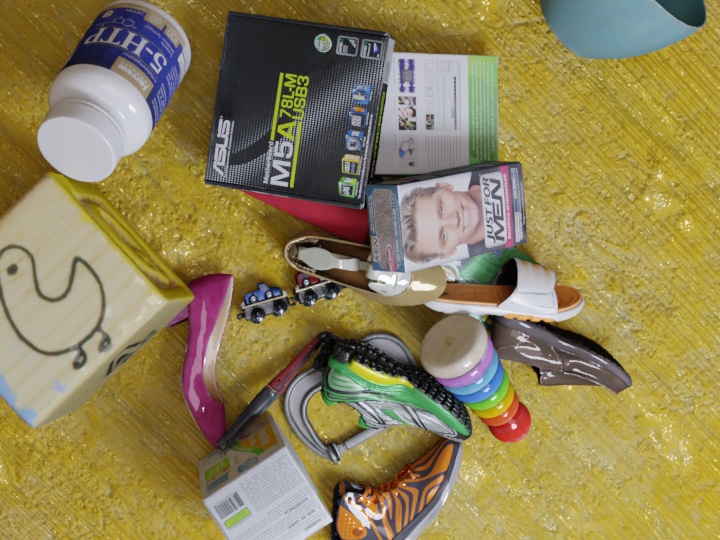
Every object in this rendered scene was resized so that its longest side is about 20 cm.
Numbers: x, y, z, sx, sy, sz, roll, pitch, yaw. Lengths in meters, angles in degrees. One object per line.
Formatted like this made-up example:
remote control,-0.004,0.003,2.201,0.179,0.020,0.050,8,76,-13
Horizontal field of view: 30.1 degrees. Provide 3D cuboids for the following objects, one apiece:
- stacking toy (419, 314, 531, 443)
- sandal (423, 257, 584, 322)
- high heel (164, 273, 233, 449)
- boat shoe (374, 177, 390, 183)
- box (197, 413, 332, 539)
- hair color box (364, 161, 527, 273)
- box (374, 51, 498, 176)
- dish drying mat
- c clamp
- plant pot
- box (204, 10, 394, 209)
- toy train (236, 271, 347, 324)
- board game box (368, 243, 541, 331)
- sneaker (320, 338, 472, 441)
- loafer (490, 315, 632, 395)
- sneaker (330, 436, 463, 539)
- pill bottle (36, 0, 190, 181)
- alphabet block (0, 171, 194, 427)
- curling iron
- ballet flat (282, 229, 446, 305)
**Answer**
stacking toy,0.148,0.143,1.599,0.085,0.085,0.200,-39,129,-3
sandal,0.173,0.018,1.589,0.205,0.079,0.060,1,115,-13
high heel,-0.169,0.107,1.591,0.095,0.067,0.201,-18,83,5
boat shoe,-0.056,-0.151,1.582,0.200,0.073,0.063,39,86,-13
box,-0.114,0.252,1.541,0.112,0.200,0.102,-33,98,-6
hair color box,0.101,-0.063,1.530,0.199,0.060,0.101,-14,102,-38
box,0.073,-0.184,1.583,0.199,0.036,0.146,-2,93,-25
dish drying mat,-0.072,-0.099,1.583,0.199,0.018,0.077,24,122,-1
c clamp,0.013,0.171,1.638,0.199,0.027,0.172,-23,97,-6
plant pot,0.291,-0.328,1.571,0.200,0.200,0.135,47,125,-8
box,-0.070,-0.182,1.517,0.192,0.048,0.202,10,95,9
toy train,-0.057,0.018,1.612,0.199,0.034,0.046,-18,85,-9
board game box,0.115,-0.016,1.624,0.199,0.023,0.105,34,88,-18
sneaker,0.044,0.157,1.605,0.199,0.078,0.086,26,110,-9
loafer,0.240,0.109,1.644,0.199,0.073,0.071,25,102,-11
sneaker,0.035,0.269,1.623,0.112,0.078,0.201,34,90,-10
pill bottle,-0.275,-0.196,1.477,0.119,0.120,0.201,28,48,-9
alphabet block,-0.330,0.030,1.480,0.200,0.196,0.195,-44,91,2
curling iron,-0.096,0.142,1.596,0.200,0.049,0.026,-40,130,-17
ballet flat,0.000,0.000,1.558,0.199,0.063,0.069,12,94,15
